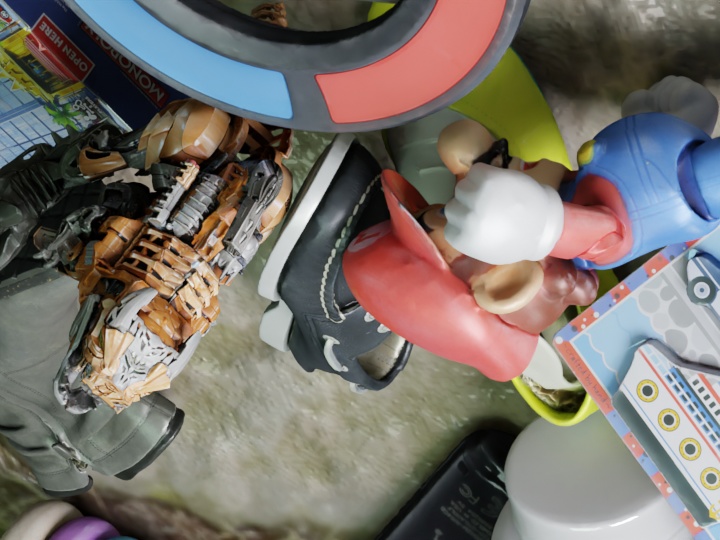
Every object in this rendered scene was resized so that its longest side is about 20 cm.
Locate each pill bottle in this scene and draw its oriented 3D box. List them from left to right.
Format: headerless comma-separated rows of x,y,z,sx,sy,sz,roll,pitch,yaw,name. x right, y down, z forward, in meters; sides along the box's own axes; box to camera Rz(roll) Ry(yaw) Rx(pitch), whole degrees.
0.119,0.149,1.213,0.109,0.109,0.200,5,135,25,pill bottle

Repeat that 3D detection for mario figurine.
0.084,-0.040,1.017,0.200,0.106,0.123,-22,147,8,mario figurine

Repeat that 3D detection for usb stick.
0.031,0.137,1.312,0.055,0.033,0.200,39,139,2,usb stick

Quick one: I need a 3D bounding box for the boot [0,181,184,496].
-0.126,0.033,1.283,0.131,0.068,0.200,39,145,-18,boot

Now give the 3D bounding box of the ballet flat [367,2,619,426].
0.054,-0.020,1.118,0.067,0.067,0.200,-7,127,34,ballet flat

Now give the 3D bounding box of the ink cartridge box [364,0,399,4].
-0.013,-0.193,0.972,0.147,0.083,0.200,7,134,23,ink cartridge box

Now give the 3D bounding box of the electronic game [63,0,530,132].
-0.036,-0.126,0.956,0.200,0.042,0.200,16,138,15,electronic game

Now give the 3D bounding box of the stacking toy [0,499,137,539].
-0.080,0.176,1.360,0.200,0.085,0.085,16,137,22,stacking toy

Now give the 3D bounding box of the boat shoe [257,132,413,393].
0.000,0.000,1.130,0.060,0.076,0.200,30,171,6,boat shoe

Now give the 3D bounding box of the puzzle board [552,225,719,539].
0.183,0.063,1.066,0.151,0.017,0.200,-39,80,23,puzzle board

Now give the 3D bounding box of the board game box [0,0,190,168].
-0.201,-0.099,1.187,0.200,0.062,0.200,45,136,-17,board game box

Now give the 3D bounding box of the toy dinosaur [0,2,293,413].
-0.066,-0.021,1.059,0.136,0.200,0.102,-24,101,44,toy dinosaur
